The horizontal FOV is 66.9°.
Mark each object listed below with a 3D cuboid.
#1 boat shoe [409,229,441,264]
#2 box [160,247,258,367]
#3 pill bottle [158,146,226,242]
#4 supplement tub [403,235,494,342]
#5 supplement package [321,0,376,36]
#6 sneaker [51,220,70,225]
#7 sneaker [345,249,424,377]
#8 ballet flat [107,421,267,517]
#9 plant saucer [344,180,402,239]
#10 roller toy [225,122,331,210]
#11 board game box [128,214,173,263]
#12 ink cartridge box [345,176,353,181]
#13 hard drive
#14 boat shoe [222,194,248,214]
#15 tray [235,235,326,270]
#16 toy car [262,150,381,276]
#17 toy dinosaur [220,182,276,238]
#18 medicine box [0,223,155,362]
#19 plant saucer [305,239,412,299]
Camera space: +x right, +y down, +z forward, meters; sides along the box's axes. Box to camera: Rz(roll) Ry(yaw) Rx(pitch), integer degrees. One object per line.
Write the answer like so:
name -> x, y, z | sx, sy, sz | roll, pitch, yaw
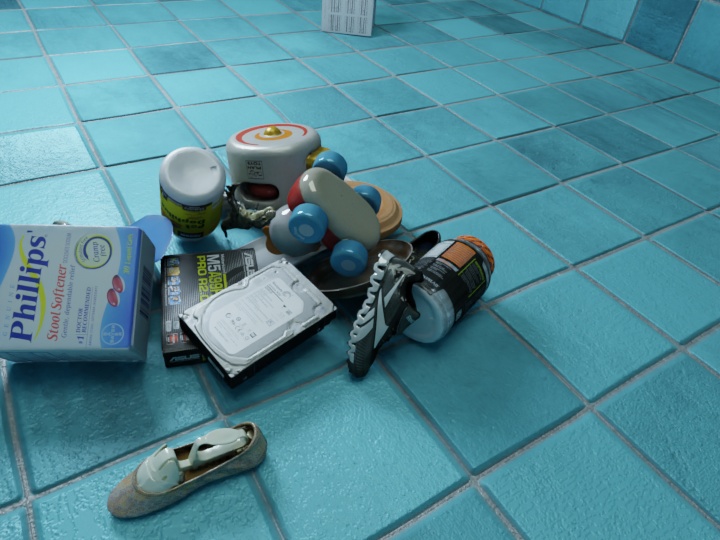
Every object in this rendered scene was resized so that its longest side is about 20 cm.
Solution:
boat shoe -> 0.089, -0.016, 1.030 | 0.068, 0.057, 0.200 | 29, 44, 24
box -> -0.240, 0.053, 0.889 | 0.159, 0.044, 0.201 | -6, 49, -14
pill bottle -> -0.304, -0.126, 0.983 | 0.109, 0.200, 0.110 | 6, 67, -16
supplement tub -> 0.144, 0.024, 0.940 | 0.122, 0.123, 0.200 | 30, 45, 25
supplement package -> -0.042, -1.041, 2.163 | 0.199, 0.148, 0.192 | 6, 40, 1
sneaker -> -0.564, -0.024, 0.902 | 0.078, 0.100, 0.200 | 33, 54, 30
sneaker -> 0.041, 0.074, 0.826 | 0.090, 0.201, 0.066 | 18, -1, 20
ballet flat -> -0.214, 0.236, 0.676 | 0.199, 0.067, 0.068 | -18, 45, -26
plant saucer -> -0.013, -0.128, 1.099 | 0.199, 0.032, 0.201 | 5, 40, -4
roller toy -> -0.162, -0.208, 1.055 | 0.182, 0.140, 0.200 | -18, 34, -22
board game box -> -0.402, -0.014, 0.942 | 0.199, 0.039, 0.158 | -32, 42, -4
ink cartridge box -> -0.065, -0.139, 1.164 | 0.176, 0.045, 0.200 | -25, 49, -32
hard drive -> -0.153, 0.072, 0.833 | 0.200, 0.038, 0.140 | -30, 60, -33
boat shoe -> -0.305, -0.139, 1.132 | 0.199, 0.057, 0.067 | 12, 4, 0
tray -> -0.149, -0.036, 1.046 | 0.107, 0.022, 0.200 | 35, 47, 30
toy car -> -0.085, -0.071, 0.968 | 0.177, 0.200, 0.185 | 40, 41, -25
toy dinosaur -> -0.223, -0.110, 0.989 | 0.047, 0.089, 0.200 | -19, 8, -36
medicine box -> -0.417, 0.035, 0.796 | 0.199, 0.103, 0.183 | 0, 73, -8
plant saucer -> 0.000, 0.000, 0.962 | 0.199, 0.032, 0.200 | -18, 19, 6
